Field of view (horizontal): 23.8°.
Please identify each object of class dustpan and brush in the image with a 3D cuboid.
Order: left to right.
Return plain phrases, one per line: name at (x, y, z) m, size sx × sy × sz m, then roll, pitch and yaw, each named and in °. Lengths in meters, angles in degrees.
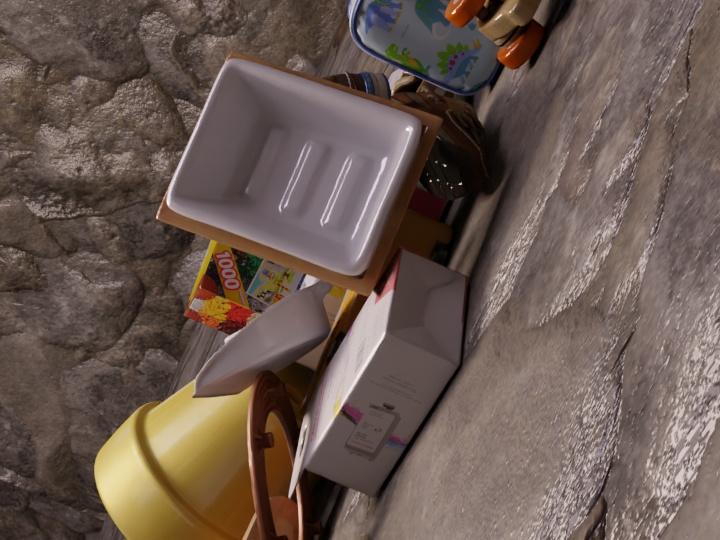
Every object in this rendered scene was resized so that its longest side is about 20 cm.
dustpan and brush at (-0.053, 0.036, 1.466) m, size 0.199 × 0.057 × 0.140 m, roll -30°, pitch -9°, yaw 12°

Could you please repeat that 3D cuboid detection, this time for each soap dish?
soap dish at (-0.047, -0.078, 1.407) m, size 0.158 × 0.199 × 0.081 m, roll -67°, pitch -19°, yaw -9°

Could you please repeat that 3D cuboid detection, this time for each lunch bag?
lunch bag at (0.083, -0.281, 1.609) m, size 0.083 × 0.160 × 0.201 m, roll -90°, pitch 24°, yaw -69°

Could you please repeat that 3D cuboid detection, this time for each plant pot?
plant pot at (-0.118, 0.175, 1.624) m, size 0.189 × 0.200 × 0.201 m, roll -48°, pitch 14°, yaw 18°

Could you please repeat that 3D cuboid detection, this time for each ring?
ring at (-0.060, 0.183, 1.443) m, size 0.200 × 0.019 × 0.202 m, roll -10°, pitch -90°, yaw -80°

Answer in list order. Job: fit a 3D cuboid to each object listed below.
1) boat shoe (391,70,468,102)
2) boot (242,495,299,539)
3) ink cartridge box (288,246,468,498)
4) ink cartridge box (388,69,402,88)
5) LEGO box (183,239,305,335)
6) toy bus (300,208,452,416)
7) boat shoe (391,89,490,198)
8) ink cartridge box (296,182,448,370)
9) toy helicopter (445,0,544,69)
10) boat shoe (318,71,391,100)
boat shoe at (0.068, -0.177, 1.720) m, size 0.200 × 0.074 × 0.076 m, roll -84°, pitch 19°, yaw -62°
boot at (-0.113, 0.312, 1.537) m, size 0.144 × 0.071 × 0.202 m, roll -36°, pitch 39°, yaw 54°
ink cartridge box at (0.013, 0.096, 1.379) m, size 0.117 × 0.067 × 0.200 m, roll -79°, pitch 16°, yaw -53°
ink cartridge box at (0.029, -0.137, 1.956) m, size 0.201 × 0.057 × 0.163 m, roll -63°, pitch 8°, yaw -4°
LEGO box at (-0.126, -0.006, 2.232) m, size 0.077 × 0.148 × 0.201 m, roll 124°, pitch 165°, yaw -51°
toy bus at (0.014, 0.045, 1.512) m, size 0.078 × 0.065 × 0.201 m, roll 154°, pitch 137°, yaw -80°
boat shoe at (0.070, -0.123, 1.507) m, size 0.200 × 0.074 × 0.076 m, roll 43°, pitch 153°, yaw 62°
ink cartridge box at (0.000, 0.000, 1.650) m, size 0.145 × 0.083 × 0.201 m, roll -127°, pitch 61°, yaw -80°
toy helicopter at (0.164, -0.265, 1.443) m, size 0.200 × 0.079 × 0.133 m, roll -29°, pitch 29°, yaw 60°
boat shoe at (-0.028, -0.083, 1.514) m, size 0.072 × 0.072 × 0.201 m, roll -122°, pitch 39°, yaw -63°
